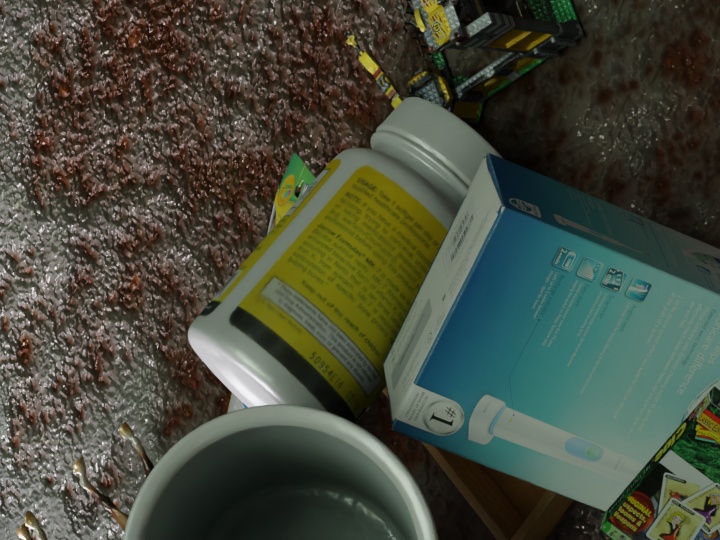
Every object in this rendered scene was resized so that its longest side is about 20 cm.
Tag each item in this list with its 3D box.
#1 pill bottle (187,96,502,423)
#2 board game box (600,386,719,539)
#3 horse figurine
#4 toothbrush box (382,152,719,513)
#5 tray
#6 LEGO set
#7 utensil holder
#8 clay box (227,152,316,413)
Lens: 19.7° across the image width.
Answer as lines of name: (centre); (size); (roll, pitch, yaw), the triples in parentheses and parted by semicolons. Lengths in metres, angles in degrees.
pill bottle: (0.000, 0.000, 1.241); (0.114, 0.114, 0.200); (31, 74, 35)
board game box: (0.239, 0.162, 1.119); (0.199, 0.023, 0.105); (36, 115, 1)
horse figurine: (-0.184, 0.210, 1.515); (0.200, 0.050, 0.133); (-43, 81, 23)
toothbrush box: (0.132, 0.045, 1.155); (0.085, 0.199, 0.147); (-95, 28, -66)
tray: (0.070, 0.070, 1.309); (0.200, 0.037, 0.099); (52, 128, 28)
LEGO set: (0.038, -0.186, 1.284); (0.153, 0.115, 0.202); (-21, 77, 39)
utensil holder: (-0.039, 0.177, 1.162); (0.168, 0.200, 0.172); (0, 76, 1)
clay box: (-0.041, 0.032, 1.366); (0.115, 0.047, 0.202); (-127, 50, -71)
